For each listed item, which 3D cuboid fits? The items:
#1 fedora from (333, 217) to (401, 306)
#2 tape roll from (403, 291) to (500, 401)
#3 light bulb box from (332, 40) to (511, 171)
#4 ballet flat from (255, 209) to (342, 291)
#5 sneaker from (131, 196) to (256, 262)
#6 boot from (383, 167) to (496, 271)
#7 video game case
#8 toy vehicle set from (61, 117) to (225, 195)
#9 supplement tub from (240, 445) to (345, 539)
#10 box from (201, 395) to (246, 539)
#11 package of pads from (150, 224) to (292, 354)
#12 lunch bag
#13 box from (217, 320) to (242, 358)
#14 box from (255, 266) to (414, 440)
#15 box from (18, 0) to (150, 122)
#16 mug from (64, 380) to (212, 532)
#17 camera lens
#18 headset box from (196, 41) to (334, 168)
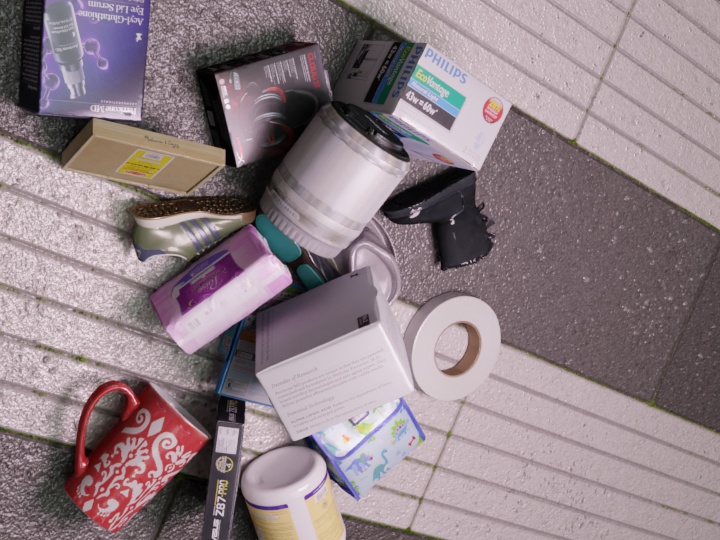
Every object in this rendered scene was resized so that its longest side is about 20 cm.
[{"bbox_3d":[0.000,0.000,1.750,0.177,0.090,0.200,-28,116,-23],"label":"fedora"},{"bbox_3d":[0.168,0.139,1.926,0.203,0.037,0.203,-8,106,-29],"label":"tape roll"},{"bbox_3d":[0.091,-0.263,1.671,0.198,0.200,0.125,28,87,-33],"label":"light bulb box"},{"bbox_3d":[-0.088,-0.027,1.669,0.073,0.073,0.200,-42,102,-16],"label":"ballet flat"},{"bbox_3d":[-0.256,-0.058,1.600,0.200,0.067,0.090,-7,123,-36],"label":"sneaker"},{"bbox_3d":[0.141,-0.075,1.834,0.198,0.073,0.163,-27,119,-24],"label":"boot"},{"bbox_3d":[-0.138,0.116,1.679,0.143,0.018,0.200,19,89,-33],"label":"video game case"},{"bbox_3d":[-0.308,-0.158,1.499,0.200,0.124,0.027,11,67,-34],"label":"toy vehicle set"},{"bbox_3d":[-0.107,0.412,1.762,0.145,0.145,0.200,-25,115,-24],"label":"supplement tub"},{"bbox_3d":[-0.213,0.306,1.658,0.049,0.161,0.200,7,101,-4],"label":"box"},{"bbox_3d":[-0.210,0.028,1.585,0.200,0.121,0.076,-36,124,-4],"label":"package of pads"},{"bbox_3d":[-0.007,0.259,1.793,0.170,0.127,0.200,-39,120,-18],"label":"lunch bag"},{"bbox_3d":[-0.128,0.119,1.728,0.200,0.049,0.082,15,94,-34],"label":"box"},{"bbox_3d":[-0.042,0.119,1.572,0.200,0.199,0.131,-23,114,6],"label":"box"},{"bbox_3d":[-0.374,-0.307,1.429,0.148,0.104,0.200,-2,103,-32],"label":"box"},{"bbox_3d":[-0.356,0.272,1.600,0.178,0.133,0.200,41,83,4],"label":"mug"},{"bbox_3d":[-0.036,-0.139,1.575,0.160,0.160,0.200,28,108,-34],"label":"camera lens"},{"bbox_3d":[-0.132,-0.258,1.609,0.200,0.075,0.149,-21,114,-26],"label":"headset box"}]
